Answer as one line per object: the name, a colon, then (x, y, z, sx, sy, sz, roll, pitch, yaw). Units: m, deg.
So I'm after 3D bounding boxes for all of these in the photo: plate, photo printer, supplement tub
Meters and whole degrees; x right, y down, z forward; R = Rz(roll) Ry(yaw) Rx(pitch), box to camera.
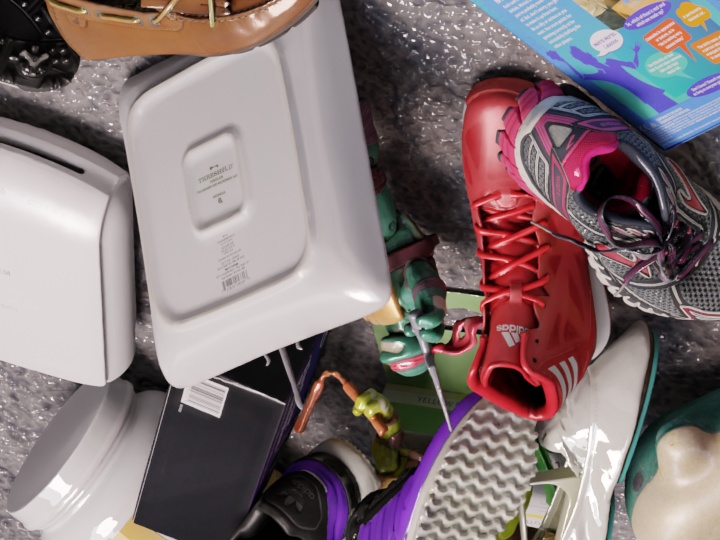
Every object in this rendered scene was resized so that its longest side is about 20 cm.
plate: (-0.073, -0.049, 1.428, 0.032, 0.200, 0.199, 2, 162, -44)
photo printer: (-0.229, -0.020, 1.628, 0.166, 0.070, 0.200, 17, 142, 9)
supplement tub: (-0.135, 0.176, 1.749, 0.200, 0.145, 0.145, 37, 141, -15)

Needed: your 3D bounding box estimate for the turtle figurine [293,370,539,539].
turtle figurine: (0.044, 0.156, 1.613, 0.161, 0.064, 0.200, 15, 126, 34)

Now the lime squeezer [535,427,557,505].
lime squeezer: (0.112, 0.057, 1.532, 0.071, 0.038, 0.200, 30, 125, 27)

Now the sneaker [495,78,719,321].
sneaker: (0.157, -0.025, 1.375, 0.200, 0.081, 0.075, 35, -177, -35)

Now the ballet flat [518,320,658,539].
ballet flat: (0.133, 0.122, 1.512, 0.069, 0.069, 0.200, 15, 114, 11)

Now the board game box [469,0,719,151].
board game box: (0.132, -0.154, 1.275, 0.200, 0.045, 0.152, 36, 154, -15)

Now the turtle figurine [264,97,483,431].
turtle figurine: (0.000, 0.000, 1.468, 0.150, 0.101, 0.200, -12, 102, 39)

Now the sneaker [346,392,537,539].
sneaker: (0.034, 0.151, 1.511, 0.069, 0.200, 0.100, 13, -165, -34)

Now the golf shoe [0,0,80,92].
golf shoe: (-0.260, -0.160, 1.493, 0.200, 0.078, 0.095, 27, 160, -1)

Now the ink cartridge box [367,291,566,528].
ink cartridge box: (0.077, 0.097, 1.624, 0.145, 0.048, 0.200, 7, 142, 22)

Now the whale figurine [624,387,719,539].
whale figurine: (0.242, 0.102, 1.514, 0.159, 0.104, 0.200, 11, 127, -29)

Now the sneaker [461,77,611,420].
sneaker: (0.096, -0.003, 1.414, 0.078, 0.116, 0.200, -9, 119, 23)

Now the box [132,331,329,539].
box: (-0.076, 0.075, 1.601, 0.079, 0.141, 0.200, 21, 143, 1)

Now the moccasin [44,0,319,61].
moccasin: (-0.099, -0.167, 1.392, 0.201, 0.074, 0.078, 3, 147, 40)

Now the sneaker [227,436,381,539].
sneaker: (-0.059, 0.198, 1.607, 0.070, 0.099, 0.200, 37, 135, 21)
